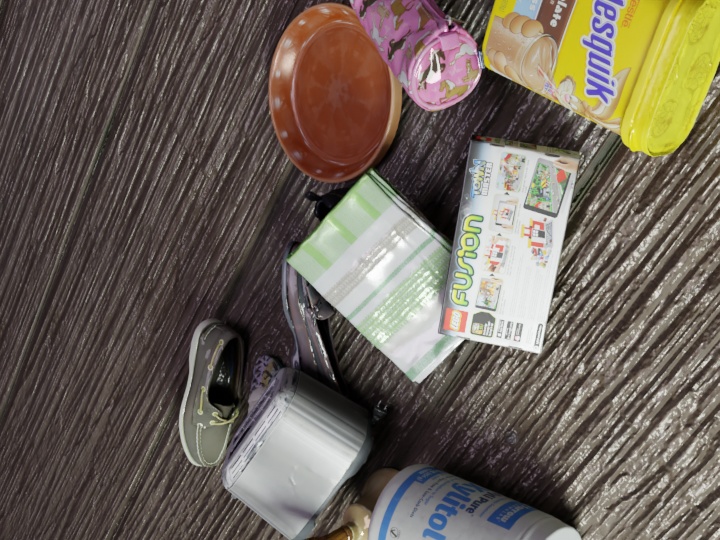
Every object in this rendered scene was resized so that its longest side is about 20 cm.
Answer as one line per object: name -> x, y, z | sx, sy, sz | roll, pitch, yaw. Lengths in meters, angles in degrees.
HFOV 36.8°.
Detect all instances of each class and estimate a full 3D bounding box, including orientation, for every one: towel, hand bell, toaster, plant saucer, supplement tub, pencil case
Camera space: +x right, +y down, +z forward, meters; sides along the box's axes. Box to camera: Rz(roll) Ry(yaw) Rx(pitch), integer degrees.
towel -> 0.036, 0.010, 1.141 | 0.200, 0.031, 0.149 | 42, 112, -6
hand bell -> -0.024, 0.300, 1.214 | 0.103, 0.199, 0.106 | 10, 105, 41
toaster -> -0.072, 0.205, 1.259 | 0.128, 0.114, 0.201 | 33, 109, -10
plant saucer -> -0.028, -0.203, 1.242 | 0.199, 0.032, 0.203 | 8, 102, 41
supplement tub -> 0.117, 0.293, 1.130 | 0.198, 0.131, 0.134 | 14, 107, 39
pencil case -> 0.051, -0.245, 1.086 | 0.086, 0.083, 0.201 | -40, 42, 11

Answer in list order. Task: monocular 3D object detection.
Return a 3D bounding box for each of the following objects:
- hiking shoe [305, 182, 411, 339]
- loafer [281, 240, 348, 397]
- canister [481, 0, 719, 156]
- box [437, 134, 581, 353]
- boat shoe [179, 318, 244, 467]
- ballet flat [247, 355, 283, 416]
hiking shoe -> 0.000, 0.000, 1.205 | 0.076, 0.100, 0.202 | -39, 71, 41
loafer -> -0.050, 0.063, 1.296 | 0.062, 0.072, 0.203 | 1, 105, 22
canister -> 0.216, -0.212, 0.979 | 0.199, 0.086, 0.150 | 35, 121, 35
box -> 0.146, -0.026, 1.075 | 0.108, 0.035, 0.203 | 11, 108, 6
boat shoe -> -0.193, 0.169, 1.433 | 0.060, 0.071, 0.205 | 17, 105, 44
ballet flat -> -0.108, 0.208, 1.364 | 0.072, 0.072, 0.203 | -23, 82, 42
